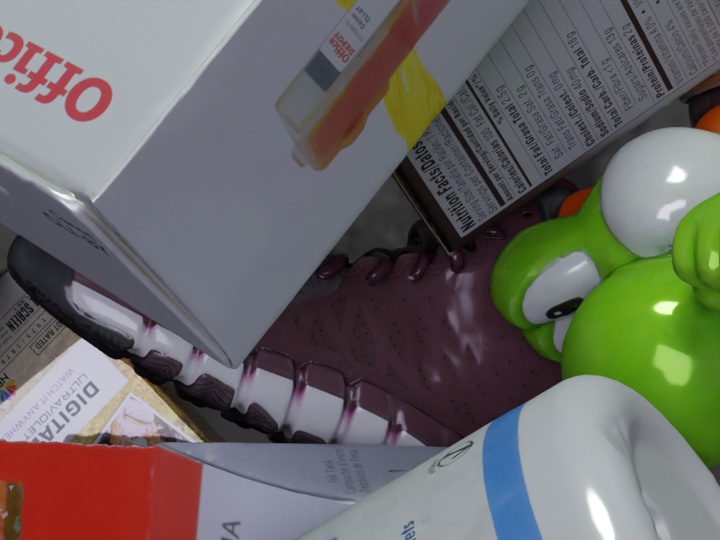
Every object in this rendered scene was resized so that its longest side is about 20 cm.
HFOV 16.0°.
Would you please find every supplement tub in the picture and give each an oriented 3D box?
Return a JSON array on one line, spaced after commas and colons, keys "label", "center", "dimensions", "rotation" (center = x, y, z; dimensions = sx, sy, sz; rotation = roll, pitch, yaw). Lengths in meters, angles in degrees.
[{"label": "supplement tub", "center": [0.011, 0.128, 0.653], "dimensions": [0.199, 0.132, 0.132], "rotation": [-32, 85, 15]}]

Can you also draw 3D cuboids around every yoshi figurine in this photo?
[{"label": "yoshi figurine", "center": [0.129, -0.005, 0.696], "dimensions": [0.199, 0.112, 0.113], "rotation": [-26, 100, 24]}]

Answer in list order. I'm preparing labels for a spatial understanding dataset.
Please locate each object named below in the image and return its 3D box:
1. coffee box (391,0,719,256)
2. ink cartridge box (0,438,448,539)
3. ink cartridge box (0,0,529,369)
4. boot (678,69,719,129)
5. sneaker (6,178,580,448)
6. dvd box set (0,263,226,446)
[{"label": "coffee box", "center": [0.070, -0.115, 0.747], "dimensions": [0.199, 0.080, 0.115], "rotation": [-34, 44, 3]}, {"label": "ink cartridge box", "center": [-0.030, 0.132, 0.743], "dimensions": [0.198, 0.057, 0.164], "rotation": [1, 109, -12]}, {"label": "ink cartridge box", "center": [-0.035, -0.095, 0.678], "dimensions": [0.145, 0.083, 0.200], "rotation": [28, 75, 41]}, {"label": "boot", "center": [0.188, 0.015, 0.760], "dimensions": [0.198, 0.072, 0.168], "rotation": [5, 87, 4]}, {"label": "sneaker", "center": [0.000, 0.000, 0.783], "dimensions": [0.199, 0.076, 0.116], "rotation": [27, 83, -14]}, {"label": "dvd box set", "center": [-0.085, 0.114, 0.815], "dimensions": [0.200, 0.029, 0.146], "rotation": [45, 94, 7]}]
